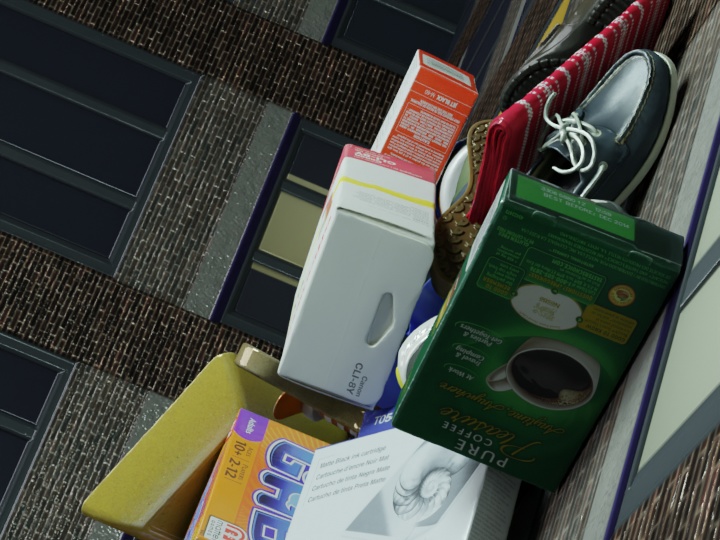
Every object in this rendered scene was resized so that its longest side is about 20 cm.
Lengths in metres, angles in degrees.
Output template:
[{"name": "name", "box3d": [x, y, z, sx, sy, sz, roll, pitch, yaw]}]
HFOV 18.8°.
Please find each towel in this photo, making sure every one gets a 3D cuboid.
[{"name": "towel", "box3d": [0.158, -0.126, 1.642, 0.200, 0.022, 0.145, -42, -19, -26]}]

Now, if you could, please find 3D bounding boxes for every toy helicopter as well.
[{"name": "toy helicopter", "box3d": [-0.026, 0.103, 1.732, 0.132, 0.199, 0.079, 27, 86, 54]}]

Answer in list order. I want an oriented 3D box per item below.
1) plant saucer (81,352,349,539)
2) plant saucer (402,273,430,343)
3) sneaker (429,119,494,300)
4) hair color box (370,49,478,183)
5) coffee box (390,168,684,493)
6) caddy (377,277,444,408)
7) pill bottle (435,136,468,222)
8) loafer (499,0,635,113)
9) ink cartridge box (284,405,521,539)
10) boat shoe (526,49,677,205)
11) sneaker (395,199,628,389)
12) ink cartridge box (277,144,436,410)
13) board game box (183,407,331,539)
[{"name": "plant saucer", "box3d": [-0.117, 0.188, 1.948, 0.200, 0.200, 0.049, -47, 47, 9]}, {"name": "plant saucer", "box3d": [0.042, 0.066, 2.011, 0.199, 0.036, 0.201, -34, -39, -32]}, {"name": "sneaker", "box3d": [0.096, -0.025, 1.722, 0.201, 0.067, 0.090, -73, -11, -46]}, {"name": "hair color box", "box3d": [0.036, -0.087, 1.927, 0.201, 0.064, 0.111, -63, 5, 13]}, {"name": "coffee box", "box3d": [0.109, 0.041, 1.373, 0.044, 0.122, 0.201, -74, 6, -54]}, {"name": "caddy", "box3d": [0.068, 0.087, 1.877, 0.142, 0.105, 0.200, -48, -7, -7]}, {"name": "pill bottle", "box3d": [0.119, -0.069, 1.968, 0.200, 0.111, 0.113, -136, 68, -86]}, {"name": "loafer", "box3d": [0.195, -0.186, 1.838, 0.200, 0.073, 0.071, -42, 12, 40]}, {"name": "ink cartridge box", "box3d": [0.032, 0.152, 1.515, 0.199, 0.041, 0.201, -20, 39, 42]}, {"name": "boat shoe", "box3d": [0.153, -0.075, 1.556, 0.201, 0.062, 0.075, -56, 38, 9]}, {"name": "sneaker", "box3d": [0.113, 0.035, 1.482, 0.200, 0.074, 0.085, -43, 16, 9]}, {"name": "ink cartridge box", "box3d": [0.000, 0.000, 1.694, 0.200, 0.083, 0.146, -84, 13, -73]}, {"name": "board game box", "box3d": [-0.060, 0.279, 1.823, 0.200, 0.199, 0.201, -74, 7, -62]}]
